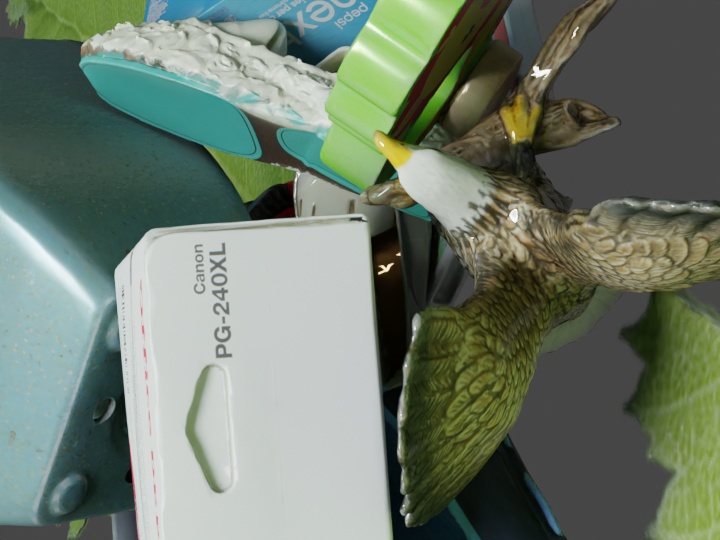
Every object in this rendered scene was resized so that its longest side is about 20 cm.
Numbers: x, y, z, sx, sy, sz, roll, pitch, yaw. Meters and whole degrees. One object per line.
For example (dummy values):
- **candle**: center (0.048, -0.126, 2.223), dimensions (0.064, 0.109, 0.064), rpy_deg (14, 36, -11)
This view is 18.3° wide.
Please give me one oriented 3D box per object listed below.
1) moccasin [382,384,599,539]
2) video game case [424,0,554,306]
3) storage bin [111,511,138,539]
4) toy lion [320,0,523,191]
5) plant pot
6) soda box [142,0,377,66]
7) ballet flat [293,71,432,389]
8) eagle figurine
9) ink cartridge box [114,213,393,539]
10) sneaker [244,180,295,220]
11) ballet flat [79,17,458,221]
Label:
- **moccasin**: center (0.072, 0.120, 0.840), dimensions (0.201, 0.068, 0.081), rpy_deg (61, 146, 16)
- **video game case**: center (0.044, -0.068, 1.104), dimensions (0.200, 0.017, 0.144), rpy_deg (114, 155, -46)
- **storage bin**: center (-0.040, 0.156, 1.150), dimensions (0.135, 0.145, 0.201), rpy_deg (73, -175, -50)
- **toy lion**: center (0.036, -0.105, 0.879), dimensions (0.200, 0.068, 0.192), rpy_deg (-59, -4, 40)
- **plant pot**: center (-0.158, 0.017, 1.053), dimensions (0.200, 0.195, 0.197), rpy_deg (32, 111, 32)
- **soda box**: center (-0.015, -0.148, 1.069), dimensions (0.200, 0.068, 0.064), rpy_deg (-28, 40, 34)
- **ballet flat**: center (0.000, 0.000, 1.071), dimensions (0.064, 0.067, 0.201), rpy_deg (-14, -82, -69)
- **eagle figurine**: center (0.062, -0.001, 0.799), dimensions (0.200, 0.150, 0.152), rpy_deg (-117, 34, -58)
- **ink cartridge box**: center (-0.044, 0.059, 0.851), dimensions (0.200, 0.083, 0.146), rpy_deg (163, 103, -80)
- **sneaker**: center (-0.057, 0.009, 1.177), dimensions (0.200, 0.095, 0.080), rpy_deg (26, -135, -81)
- **ballet flat**: center (-0.032, -0.081, 1.043), dimensions (0.072, 0.199, 0.072), rpy_deg (-58, -19, -33)
